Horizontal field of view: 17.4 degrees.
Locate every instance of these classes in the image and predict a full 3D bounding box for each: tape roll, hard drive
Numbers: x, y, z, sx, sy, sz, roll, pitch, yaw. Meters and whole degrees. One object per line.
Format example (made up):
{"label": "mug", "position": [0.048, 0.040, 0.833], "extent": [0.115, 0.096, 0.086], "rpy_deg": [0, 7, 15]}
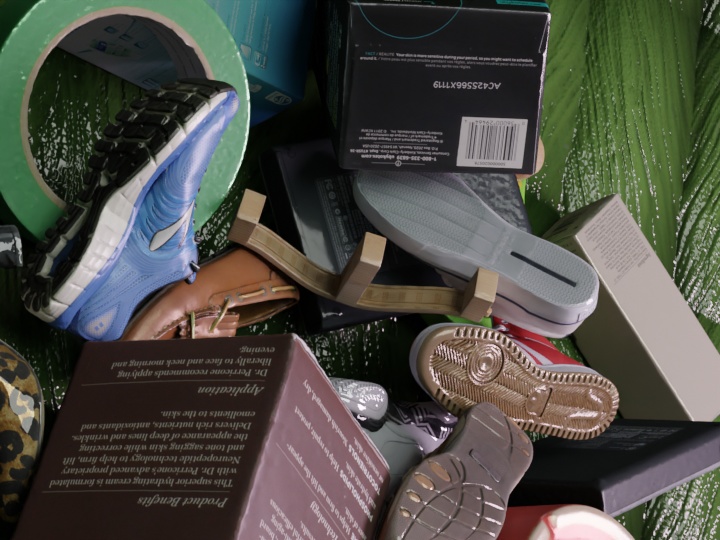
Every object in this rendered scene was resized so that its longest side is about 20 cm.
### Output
{"label": "tape roll", "position": [-0.172, -0.107, 1.604], "extent": [0.200, 0.048, 0.201], "rpy_deg": [-6, 103, -30]}
{"label": "hard drive", "position": [0.034, -0.039, 1.778], "extent": [0.199, 0.033, 0.140], "rpy_deg": [-12, 81, -29]}
{"label": "hard drive", "position": [0.179, 0.150, 1.799], "extent": [0.200, 0.139, 0.033], "rpy_deg": [-15, 101, -51]}

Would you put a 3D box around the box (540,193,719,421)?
{"label": "box", "position": [0.224, 0.044, 1.950], "extent": [0.082, 0.068, 0.200], "rpy_deg": [-40, 101, -44]}

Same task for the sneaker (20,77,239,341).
{"label": "sneaker", "position": [-0.141, -0.039, 1.567], "extent": [0.089, 0.078, 0.200], "rpy_deg": [39, 81, -37]}

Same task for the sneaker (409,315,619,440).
{"label": "sneaker", "position": [0.090, 0.068, 1.752], "extent": [0.200, 0.112, 0.071], "rpy_deg": [20, 99, -40]}

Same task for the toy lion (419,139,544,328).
{"label": "toy lion", "position": [0.065, -0.037, 1.851], "extent": [0.191, 0.069, 0.201], "rpy_deg": [-6, 77, -36]}

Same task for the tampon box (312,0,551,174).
{"label": "tampon box", "position": [0.049, -0.168, 1.741], "extent": [0.149, 0.127, 0.200], "rpy_deg": [2, 25, -7]}

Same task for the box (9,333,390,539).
{"label": "box", "position": [-0.103, 0.167, 1.499], "extent": [0.164, 0.165, 0.201], "rpy_deg": [58, 39, -45]}

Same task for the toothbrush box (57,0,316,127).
{"label": "toothbrush box", "position": [-0.134, -0.210, 1.718], "extent": [0.200, 0.085, 0.147], "rpy_deg": [24, 59, -34]}

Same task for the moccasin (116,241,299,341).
{"label": "moccasin", "position": [-0.114, 0.040, 1.646], "extent": [0.078, 0.074, 0.201], "rpy_deg": [55, 35, 3]}

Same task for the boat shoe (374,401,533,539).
{"label": "boat shoe", "position": [0.057, 0.163, 1.616], "extent": [0.076, 0.072, 0.200], "rpy_deg": [48, 32, 2]}

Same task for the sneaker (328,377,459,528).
{"label": "sneaker", "position": [0.013, 0.147, 1.714], "extent": [0.200, 0.075, 0.115], "rpy_deg": [20, 75, -53]}

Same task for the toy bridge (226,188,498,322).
{"label": "toy bridge", "position": [0.000, 0.000, 1.674], "extent": [0.199, 0.067, 0.027], "rpy_deg": [19, 56, -10]}

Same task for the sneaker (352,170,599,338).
{"label": "sneaker", "position": [0.078, -0.009, 1.725], "extent": [0.200, 0.071, 0.073], "rpy_deg": [33, 56, 9]}

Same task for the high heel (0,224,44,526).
{"label": "high heel", "position": [-0.278, 0.068, 1.496], "extent": [0.142, 0.071, 0.201], "rpy_deg": [-3, 79, -29]}

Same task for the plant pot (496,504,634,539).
{"label": "plant pot", "position": [0.105, 0.254, 1.677], "extent": [0.200, 0.177, 0.201], "rpy_deg": [18, 61, -36]}
